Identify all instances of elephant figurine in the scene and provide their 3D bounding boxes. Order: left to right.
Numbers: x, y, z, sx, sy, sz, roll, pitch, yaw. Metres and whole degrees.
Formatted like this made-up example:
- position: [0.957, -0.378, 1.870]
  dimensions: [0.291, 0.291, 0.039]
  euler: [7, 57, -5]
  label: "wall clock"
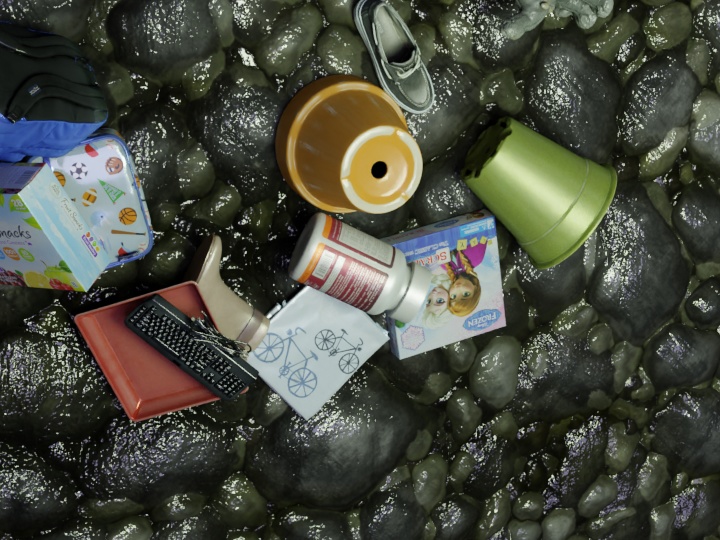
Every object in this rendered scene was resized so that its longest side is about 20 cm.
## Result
- position: [0.279, -0.435, 1.724]
  dimensions: [0.198, 0.156, 0.142]
  euler: [-3, 132, -31]
  label: "elephant figurine"

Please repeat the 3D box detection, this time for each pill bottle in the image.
- position: [0.000, 0.000, 1.755]
  dimensions: [0.199, 0.110, 0.110]
  euler: [25, 98, -12]
  label: "pill bottle"

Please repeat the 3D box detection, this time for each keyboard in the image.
- position: [-0.237, 0.111, 1.654]
  dimensions: [0.200, 0.040, 0.104]
  euler: [38, 117, -17]
  label: "keyboard"

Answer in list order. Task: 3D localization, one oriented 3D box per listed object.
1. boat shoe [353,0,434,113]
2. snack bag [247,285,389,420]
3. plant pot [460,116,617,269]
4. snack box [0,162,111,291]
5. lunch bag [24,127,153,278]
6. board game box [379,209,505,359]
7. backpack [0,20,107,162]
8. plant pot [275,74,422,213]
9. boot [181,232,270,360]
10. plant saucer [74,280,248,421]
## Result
- position: [0.054, -0.311, 1.714]
  dimensions: [0.072, 0.071, 0.200]
  euler: [-39, 119, -6]
  label: "boat shoe"
- position: [-0.075, 0.113, 1.839]
  dimensions: [0.200, 0.021, 0.189]
  euler: [-44, 119, -2]
  label: "snack bag"
- position: [0.262, -0.136, 1.814]
  dimensions: [0.189, 0.200, 0.201]
  euler: [34, 93, -17]
  label: "plant pot"
- position: [-0.447, -0.058, 1.511]
  dimensions: [0.068, 0.199, 0.169]
  euler: [-57, 136, -36]
  label: "snack box"
- position: [-0.381, -0.089, 1.611]
  dimensions: [0.159, 0.076, 0.202]
  euler: [-17, 113, -14]
  label: "lunch bag"
- position: [0.133, 0.022, 1.882]
  dimensions: [0.198, 0.041, 0.201]
  euler: [-17, 114, -16]
  label: "board game box"
- position: [-0.439, -0.222, 1.475]
  dimensions: [0.199, 0.167, 0.164]
  euler: [-11, 75, -54]
  label: "backpack"
- position: [-0.003, -0.168, 1.677]
  dimensions: [0.198, 0.183, 0.202]
  euler: [-7, 111, -20]
  label: "plant pot"
- position: [-0.201, 0.055, 1.732]
  dimensions: [0.145, 0.070, 0.201]
  euler: [23, 112, -20]
  label: "boot"
- position: [-0.287, 0.113, 1.703]
  dimensions: [0.198, 0.037, 0.201]
  euler: [-16, 117, 14]
  label: "plant saucer"
